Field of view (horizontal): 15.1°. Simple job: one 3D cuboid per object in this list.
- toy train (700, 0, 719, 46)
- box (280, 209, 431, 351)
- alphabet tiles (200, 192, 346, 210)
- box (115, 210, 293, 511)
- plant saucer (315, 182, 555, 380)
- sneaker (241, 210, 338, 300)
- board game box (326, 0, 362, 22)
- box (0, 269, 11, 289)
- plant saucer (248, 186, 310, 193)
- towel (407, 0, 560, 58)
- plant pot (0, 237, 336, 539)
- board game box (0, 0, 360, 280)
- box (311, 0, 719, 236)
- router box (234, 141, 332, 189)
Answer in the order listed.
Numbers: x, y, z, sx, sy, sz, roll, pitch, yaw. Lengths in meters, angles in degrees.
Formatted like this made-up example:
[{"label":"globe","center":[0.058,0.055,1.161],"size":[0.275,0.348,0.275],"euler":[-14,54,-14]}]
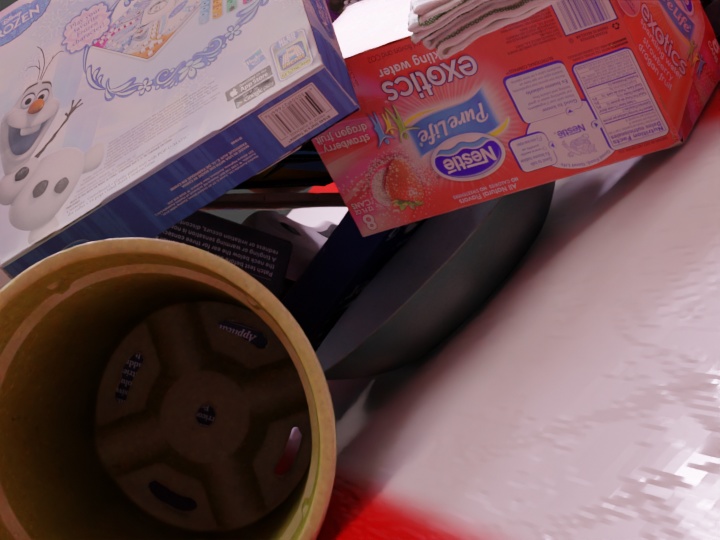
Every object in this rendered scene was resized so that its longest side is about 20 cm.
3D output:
[{"label":"toy train","center":[0.202,-0.144,1.431],"size":[0.046,0.034,0.200],"euler":[-35,-5,-47]},{"label":"box","center":[0.000,0.000,1.659],"size":[0.121,0.032,0.200],"euler":[-29,-17,-51]},{"label":"alphabet tiles","center":[-0.081,-0.042,1.692],"size":[0.199,0.006,0.166],"euler":[-1,-1,-18]},{"label":"box","center":[-0.142,0.074,1.622],"size":[0.200,0.123,0.198],"euler":[151,136,-70]},{"label":"plant saucer","center":[0.051,-0.001,1.508],"size":[0.201,0.039,0.201],"euler":[-46,5,5]},{"label":"sneaker","center":[-0.053,0.026,1.788],"size":[0.112,0.073,0.200],"euler":[-54,-16,10]},{"label":"board game box","center":[0.033,-0.223,1.668],"size":[0.200,0.120,0.032],"euler":[-52,-23,-20]},{"label":"box","center":[-0.221,0.043,1.523],"size":[0.200,0.077,0.096],"euler":[134,154,-70]},{"label":"plant saucer","center":[-0.032,-0.145,1.732],"size":[0.036,0.201,0.201],"euler":[11,48,36]},{"label":"towel","center":[0.098,-0.169,1.359],"size":[0.148,0.031,0.200],"euler":[-21,17,12]},{"label":"plant pot","center":[-0.097,0.083,1.400],"size":[0.200,0.200,0.184],"euler":[-46,-5,6]},{"label":"board game box","center":[-0.110,-0.105,1.431],"size":[0.199,0.043,0.200],"euler":[-30,42,13]},{"label":"box","center":[0.075,-0.102,1.408],"size":[0.199,0.103,0.095],"euler":[-17,21,33]},{"label":"router box","center":[-0.065,-0.084,1.584],"size":[0.199,0.051,0.149],"euler":[-3,-9,-35]}]
